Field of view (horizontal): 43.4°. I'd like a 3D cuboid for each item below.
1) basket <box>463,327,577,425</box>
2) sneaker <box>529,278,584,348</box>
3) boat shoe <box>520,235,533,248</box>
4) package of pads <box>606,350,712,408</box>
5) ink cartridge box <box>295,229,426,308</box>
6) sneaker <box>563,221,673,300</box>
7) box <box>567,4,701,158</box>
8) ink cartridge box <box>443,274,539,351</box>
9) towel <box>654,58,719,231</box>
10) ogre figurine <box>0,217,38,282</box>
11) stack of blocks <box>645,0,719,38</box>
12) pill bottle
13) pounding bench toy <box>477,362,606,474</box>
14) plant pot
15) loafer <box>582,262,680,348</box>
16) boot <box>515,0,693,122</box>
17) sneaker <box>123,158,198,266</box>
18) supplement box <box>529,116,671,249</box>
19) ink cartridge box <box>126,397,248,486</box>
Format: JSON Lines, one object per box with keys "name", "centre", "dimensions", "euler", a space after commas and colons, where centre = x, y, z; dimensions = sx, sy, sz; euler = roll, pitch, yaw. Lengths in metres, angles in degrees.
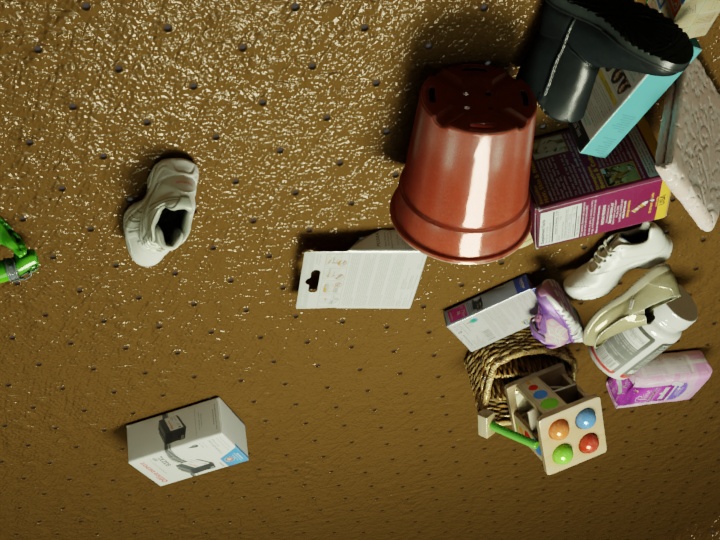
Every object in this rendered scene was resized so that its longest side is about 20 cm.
{"name": "basket", "centre": [0.324, 0.204, 1.759], "dimensions": [0.198, 0.150, 0.143], "euler": [2, 143, -19]}
{"name": "sneaker", "centre": [0.337, 0.087, 1.598], "dimensions": [0.088, 0.081, 0.200], "euler": [-24, 146, 16]}
{"name": "boat shoe", "centre": [0.269, -0.093, 1.402], "dimensions": [0.198, 0.072, 0.065], "euler": [-23, 139, 0]}
{"name": "package of pads", "centre": [0.652, 0.237, 1.976], "dimensions": [0.198, 0.076, 0.121], "euler": [-4, 142, -13]}
{"name": "ink cartridge box", "centre": [0.000, 0.000, 1.465], "dimensions": [0.198, 0.058, 0.163], "euler": [3, 143, -8]}
{"name": "sneaker", "centre": [0.434, -0.023, 1.558], "dimensions": [0.199, 0.075, 0.087], "euler": [-33, 134, 13]}
{"name": "box", "centre": [0.353, -0.248, 1.194], "dimensions": [0.049, 0.083, 0.200], "euler": [7, 141, -27]}
{"name": "ink cartridge box", "centre": [0.264, 0.074, 1.651], "dimensions": [0.199, 0.042, 0.119], "euler": [-24, 143, 18]}
{"name": "towel", "centre": [0.459, -0.179, 1.247], "dimensions": [0.032, 0.193, 0.199], "euler": [-1, 158, 40]}
{"name": "ogre figurine", "centre": [-0.533, -0.033, 1.202], "dimensions": [0.119, 0.098, 0.200], "euler": [-36, 158, 2]}
{"name": "stack of blocks", "centre": [0.376, -0.360, 1.013], "dimensions": [0.058, 0.116, 0.200], "euler": [-11, 163, -1]}
{"name": "pill bottle", "centre": [0.539, 0.112, 1.731], "dimensions": [0.113, 0.115, 0.200], "euler": [10, 139, -30]}
{"name": "pounding bench toy", "centre": [0.332, 0.290, 1.673], "dimensions": [0.198, 0.156, 0.125], "euler": [-19, 115, -10]}
{"name": "plant pot", "centre": [0.143, -0.148, 1.186], "dimensions": [0.198, 0.202, 0.196], "euler": [-6, 137, -9]}
{"name": "loafer", "centre": [0.468, 0.073, 1.560], "dimensions": [0.200, 0.069, 0.075], "euler": [-47, 153, 23]}
{"name": "boot", "centre": [0.290, -0.247, 1.104], "dimensions": [0.076, 0.199, 0.169], "euler": [-42, 157, -30]}
{"name": "sneaker", "centre": [-0.277, -0.058, 1.238], "dimensions": [0.077, 0.100, 0.200], "euler": [6, 141, -25]}
{"name": "supplement box", "centre": [0.331, -0.130, 1.309], "dimensions": [0.198, 0.132, 0.104], "euler": [-13, 146, 2]}
{"name": "ink cartridge box", "centre": [-0.341, 0.342, 1.790], "dimensions": [0.198, 0.084, 0.145], "euler": [-18, 146, 7]}
